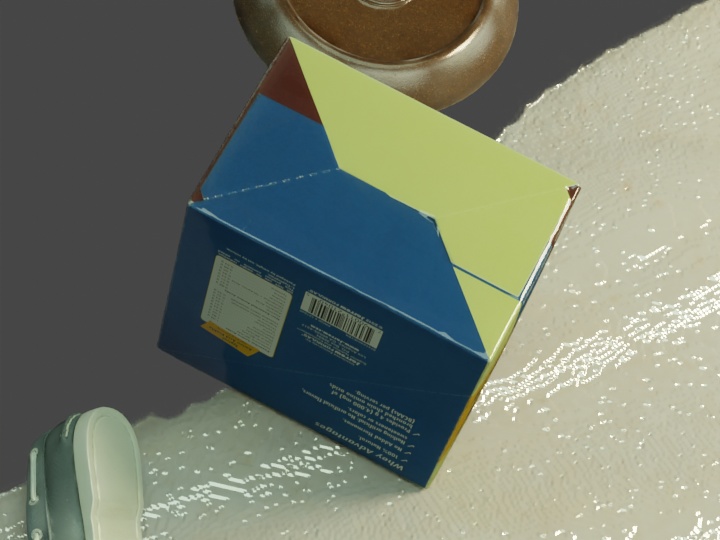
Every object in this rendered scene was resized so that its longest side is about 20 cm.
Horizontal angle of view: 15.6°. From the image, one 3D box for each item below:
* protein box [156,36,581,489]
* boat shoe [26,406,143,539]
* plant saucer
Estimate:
[{"bbox_3d":[0.000,0.000,1.599,0.198,0.200,0.135,27,63,4],"label":"protein box"},{"bbox_3d":[-0.169,0.183,1.571,0.062,0.073,0.200,-14,67,32],"label":"boat shoe"},{"bbox_3d":[0.013,-0.198,1.795,0.200,0.032,0.200,4,65,-9],"label":"plant saucer"}]
